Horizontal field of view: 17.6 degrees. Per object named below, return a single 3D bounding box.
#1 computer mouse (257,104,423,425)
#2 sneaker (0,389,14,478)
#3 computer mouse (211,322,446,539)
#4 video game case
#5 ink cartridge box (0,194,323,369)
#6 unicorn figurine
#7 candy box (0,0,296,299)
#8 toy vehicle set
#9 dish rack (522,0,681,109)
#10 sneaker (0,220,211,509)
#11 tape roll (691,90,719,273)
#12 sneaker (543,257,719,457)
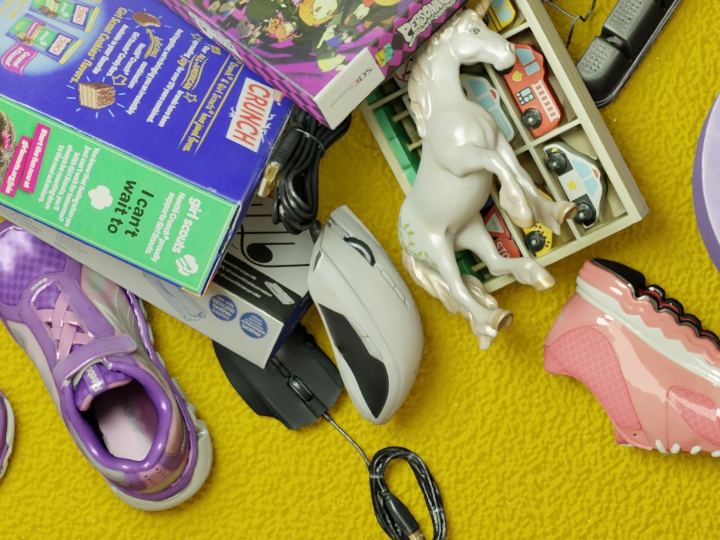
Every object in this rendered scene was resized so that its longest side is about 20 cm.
[{"bbox_3d":[0.000,0.000,1.361,0.044,0.110,0.200,-10,121,21],"label":"computer mouse"},{"bbox_3d":[-0.293,0.140,1.403,0.200,0.088,0.081,-43,83,0],"label":"sneaker"},{"bbox_3d":[-0.018,0.094,1.411,0.059,0.034,0.200,-43,85,0],"label":"computer mouse"},{"bbox_3d":[-0.019,-0.196,1.355,0.181,0.036,0.200,-44,53,-9],"label":"video game case"},{"bbox_3d":[-0.118,-0.029,1.396,0.200,0.094,0.044,29,130,6],"label":"ink cartridge box"},{"bbox_3d":[0.064,-0.057,1.333,0.137,0.074,0.200,46,125,29],"label":"unicorn figurine"},{"bbox_3d":[-0.147,-0.094,1.355,0.200,0.169,0.077,24,125,-1],"label":"candy box"},{"bbox_3d":[0.070,-0.094,1.385,0.124,0.027,0.200,-27,93,23],"label":"toy vehicle set"},{"bbox_3d":[0.105,-0.212,1.413,0.200,0.055,0.154,34,88,8],"label":"dish rack"},{"bbox_3d":[-0.161,0.051,1.391,0.080,0.088,0.200,-33,83,3],"label":"sneaker"},{"bbox_3d":[0.297,-0.056,1.371,0.199,0.085,0.201,0,87,5],"label":"tape roll"},{"bbox_3d":[0.195,0.080,1.387,0.200,0.074,0.087,38,103,10],"label":"sneaker"}]
